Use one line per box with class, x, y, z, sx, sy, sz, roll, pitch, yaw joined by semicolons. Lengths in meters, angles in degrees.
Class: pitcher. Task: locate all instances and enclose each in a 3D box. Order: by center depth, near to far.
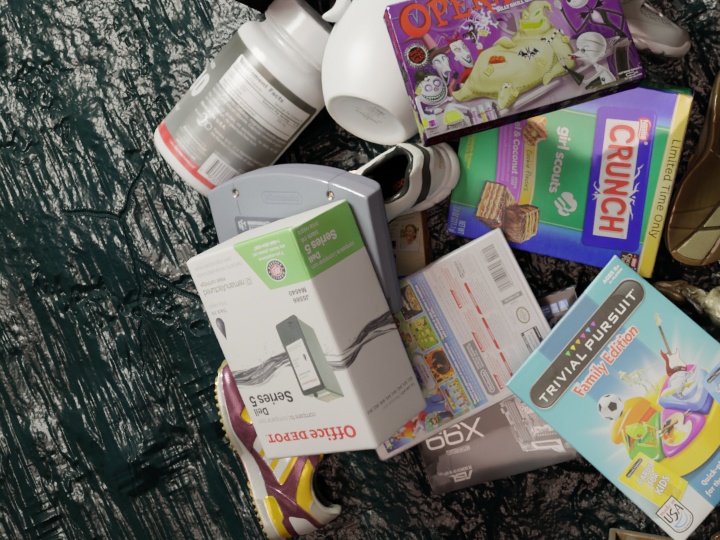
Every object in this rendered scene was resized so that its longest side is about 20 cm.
pitcher;0.020;-0.234;0.929;0.170;0.121;0.202;28;72;-19

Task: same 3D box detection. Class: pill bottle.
pill bottle;-0.104;-0.173;1.018;0.114;0.114;0.200;45;104;7

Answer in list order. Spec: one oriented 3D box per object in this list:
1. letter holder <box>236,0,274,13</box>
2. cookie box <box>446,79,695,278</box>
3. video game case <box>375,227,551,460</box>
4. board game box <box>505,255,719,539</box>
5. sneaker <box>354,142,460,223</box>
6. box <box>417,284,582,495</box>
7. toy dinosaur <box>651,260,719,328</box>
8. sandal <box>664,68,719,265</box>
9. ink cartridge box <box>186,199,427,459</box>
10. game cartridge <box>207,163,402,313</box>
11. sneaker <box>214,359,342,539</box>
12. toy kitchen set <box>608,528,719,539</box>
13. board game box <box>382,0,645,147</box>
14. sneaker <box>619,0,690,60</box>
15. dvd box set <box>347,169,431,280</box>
letter holder;-0.103;-0.342;0.957;0.099;0.200;0.144;-16;91;15
cookie box;0.193;-0.101;0.948;0.197;0.075;0.174;13;110;14
video game case;0.075;0.070;0.955;0.198;0.018;0.145;-28;90;7
board game box;0.250;0.110;0.889;0.200;0.047;0.151;41;96;12
sneaker;-0.003;-0.061;0.959;0.199;0.080;0.074;-38;70;26
box;0.143;0.119;1.010;0.197;0.050;0.160;-17;89;16
toy dinosaur;0.344;0.044;0.903;0.047;0.088;0.200;-41;52;-8
sandal;0.334;-0.099;0.941;0.079;0.054;0.203;17;85;-1
ink cartridge box;-0.048;0.057;0.903;0.144;0.084;0.202;-14;101;42
game cartridge;-0.054;-0.031;0.947;0.198;0.040;0.135;5;119;37
sneaker;-0.085;0.179;1.072;0.089;0.075;0.203;-20;96;7
toy kitchen set;0.320;0.213;0.913;0.178;0.163;0.203;6;96;14
board game box;0.130;-0.188;0.860;0.197;0.032;0.122;-17;78;-8
sneaker;0.219;-0.263;0.919;0.199;0.075;0.082;38;107;11
dvd box set;0.000;0.000;1.019;0.144;0.029;0.203;-9;78;17
